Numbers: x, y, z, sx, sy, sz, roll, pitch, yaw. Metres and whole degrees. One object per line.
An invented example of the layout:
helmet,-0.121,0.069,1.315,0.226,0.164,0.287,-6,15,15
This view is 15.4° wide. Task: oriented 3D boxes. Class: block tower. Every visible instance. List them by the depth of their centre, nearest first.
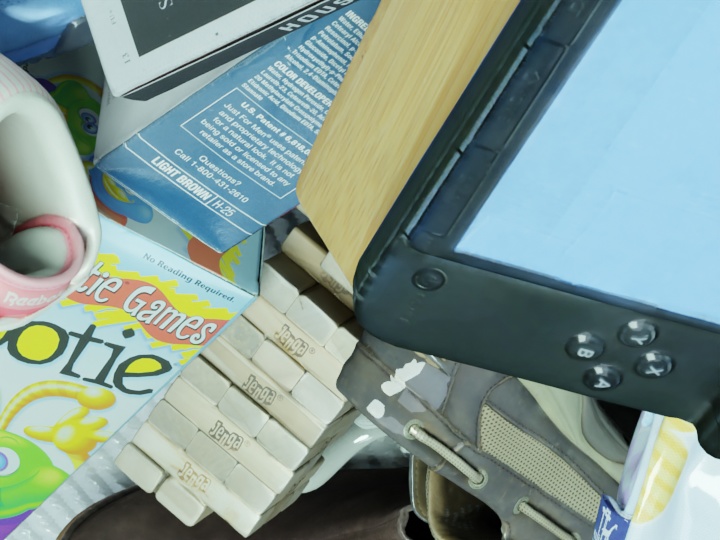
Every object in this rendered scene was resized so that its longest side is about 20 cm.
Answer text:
block tower,0.000,0.000,0.895,0.054,0.058,0.200,39,109,7

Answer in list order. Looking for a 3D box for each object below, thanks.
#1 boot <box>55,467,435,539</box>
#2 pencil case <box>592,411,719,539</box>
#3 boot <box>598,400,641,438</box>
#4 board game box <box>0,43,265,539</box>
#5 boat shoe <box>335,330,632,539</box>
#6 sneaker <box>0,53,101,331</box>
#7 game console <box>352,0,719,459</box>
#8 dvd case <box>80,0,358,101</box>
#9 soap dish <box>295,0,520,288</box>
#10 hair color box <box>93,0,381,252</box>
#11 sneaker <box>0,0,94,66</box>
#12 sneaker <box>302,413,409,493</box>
boot,-0.010,0.099,1.011,0.199,0.073,0.166,-1,168,-16
pencil case,0.172,0.081,0.792,0.199,0.083,0.091,17,122,6
boot,0.114,0.048,0.939,0.077,0.139,0.200,11,138,-9
board game box,-0.128,0.004,0.929,0.103,0.105,0.200,27,132,-24
boat shoe,0.049,0.064,0.882,0.073,0.075,0.200,-42,132,-3
sneaker,-0.139,0.014,0.803,0.104,0.075,0.201,28,120,27
game console,0.108,0.010,0.606,0.170,0.119,0.200,15,137,-17
dvd case,-0.008,-0.153,0.734,0.199,0.151,0.025,-23,171,25
soap dish,0.099,-0.035,0.707,0.199,0.082,0.158,13,138,-14
hair color box,0.010,-0.098,0.813,0.200,0.100,0.060,-32,129,32
sneaker,-0.158,-0.107,0.833,0.199,0.066,0.079,-1,127,10
sneaker,0.031,0.018,0.951,0.075,0.087,0.200,30,130,-25
